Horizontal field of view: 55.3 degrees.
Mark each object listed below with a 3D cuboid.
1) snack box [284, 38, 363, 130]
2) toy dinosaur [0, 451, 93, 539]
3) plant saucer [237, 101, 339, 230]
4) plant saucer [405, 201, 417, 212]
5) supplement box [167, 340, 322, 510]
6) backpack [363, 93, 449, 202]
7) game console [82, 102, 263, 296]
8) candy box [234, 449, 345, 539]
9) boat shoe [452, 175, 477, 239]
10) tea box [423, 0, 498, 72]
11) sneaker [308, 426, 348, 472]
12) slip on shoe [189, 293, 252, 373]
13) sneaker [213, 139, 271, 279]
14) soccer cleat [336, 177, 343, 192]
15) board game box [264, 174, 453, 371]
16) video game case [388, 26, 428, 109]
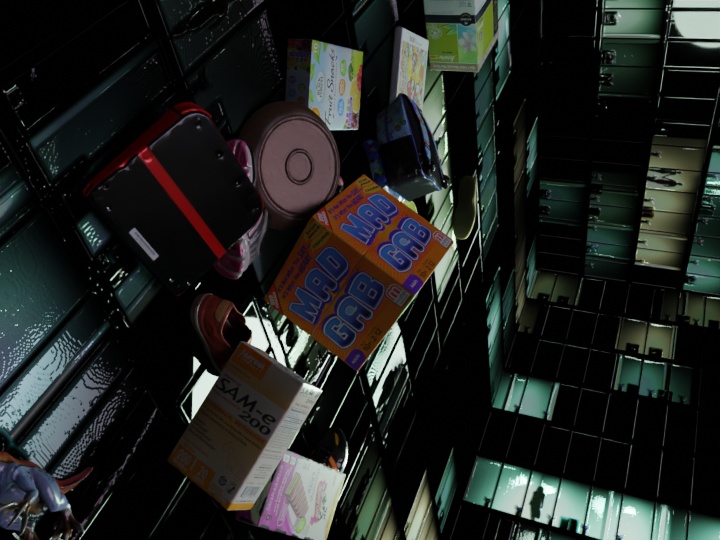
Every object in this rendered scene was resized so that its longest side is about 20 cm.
[{"bbox_3d":[-0.060,-0.314,1.186,0.200,0.053,0.142,-24,119,-63],"label":"snack box"},{"bbox_3d":[-0.364,0.214,0.687,0.200,0.105,0.182,-120,-168,-65],"label":"toy dinosaur"},{"bbox_3d":[-0.103,-0.161,1.065,0.200,0.034,0.200,-6,100,-41],"label":"plant saucer"},{"bbox_3d":[0.094,-0.074,1.678,0.200,0.031,0.200,8,90,-67],"label":"plant saucer"},{"bbox_3d":[-0.164,0.220,0.982,0.200,0.126,0.074,-59,154,-5],"label":"supplement box"},{"bbox_3d":[0.087,-0.258,1.445,0.183,0.134,0.200,13,61,-70],"label":"backpack"},{"bbox_3d":[-0.218,-0.086,0.846,0.177,0.031,0.200,-45,138,-15],"label":"game console"},{"bbox_3d":[-0.121,0.407,1.247,0.200,0.061,0.136,39,61,-47],"label":"candy box"},{"bbox_3d":[0.336,-0.193,2.156,0.066,0.072,0.201,14,81,-62],"label":"boat shoe"},{"bbox_3d":[0.255,-0.629,1.711,0.197,0.134,0.200,77,31,-41],"label":"tea box"},{"bbox_3d":[-0.083,0.403,1.386,0.090,0.070,0.200,69,39,-56],"label":"sneaker"},{"bbox_3d":[-0.190,0.108,1.030,0.200,0.061,0.074,74,32,-49],"label":"slip on shoe"},{"bbox_3d":[-0.172,-0.092,0.986,0.087,0.074,0.200,-42,139,-60],"label":"sneaker"},{"bbox_3d":[-0.080,-0.177,1.173,0.200,0.068,0.073,2,101,-64],"label":"soccer cleat"},{"bbox_3d":[0.000,0.000,1.165,0.200,0.200,0.200,-56,174,36],"label":"board game box"},{"bbox_3d":[0.112,-0.442,1.587,0.182,0.023,0.200,-19,117,-65],"label":"video game case"}]
